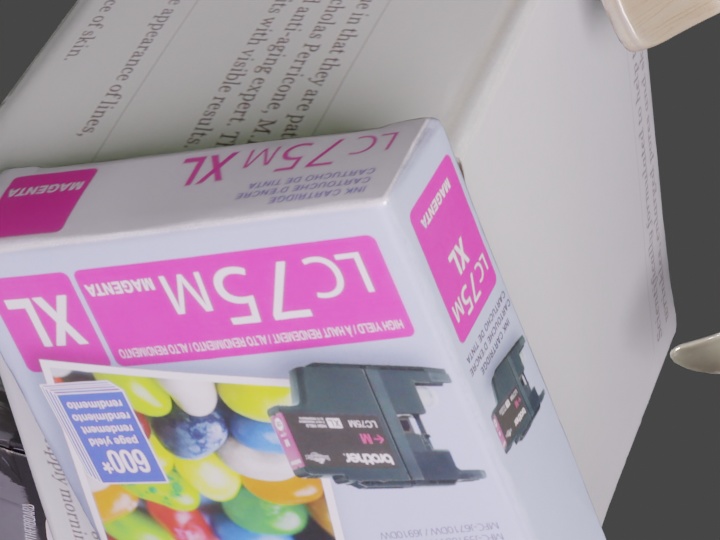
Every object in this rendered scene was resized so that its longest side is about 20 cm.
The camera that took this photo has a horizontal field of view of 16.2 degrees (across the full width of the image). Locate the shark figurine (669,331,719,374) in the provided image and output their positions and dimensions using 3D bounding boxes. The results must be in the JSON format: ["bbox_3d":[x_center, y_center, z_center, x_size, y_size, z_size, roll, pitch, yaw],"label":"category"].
[{"bbox_3d":[0.141,-0.050,0.707,0.127,0.090,0.215,-11,142,-10],"label":"shark figurine"}]

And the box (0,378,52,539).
[{"bbox_3d":[-0.079,0.132,0.988,0.157,0.050,0.201,15,135,12],"label":"box"}]

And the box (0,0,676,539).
[{"bbox_3d":[0.000,0.000,0.725,0.130,0.200,0.200,7,132,21],"label":"box"}]

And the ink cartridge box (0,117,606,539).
[{"bbox_3d":[-0.005,0.060,0.612,0.119,0.042,0.201,-6,126,29],"label":"ink cartridge box"}]

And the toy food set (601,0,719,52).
[{"bbox_3d":[0.123,-0.149,0.597,0.199,0.060,0.144,-17,99,36],"label":"toy food set"}]
